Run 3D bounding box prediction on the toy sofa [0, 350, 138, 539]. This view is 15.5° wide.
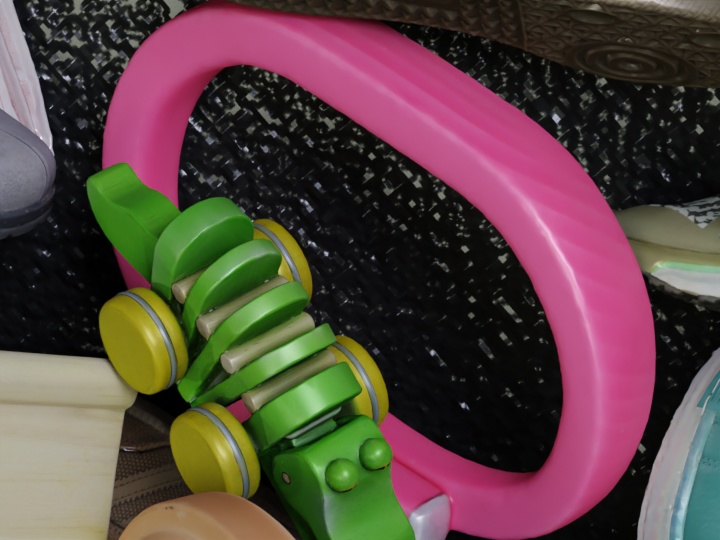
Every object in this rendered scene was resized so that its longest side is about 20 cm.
[{"bbox_3d":[-0.160,0.030,0.822,0.199,0.082,0.098,8,90,47],"label":"toy sofa"}]

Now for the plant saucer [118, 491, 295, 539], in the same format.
[{"bbox_3d":[-0.038,0.163,0.731,0.200,0.032,0.202,26,120,58],"label":"plant saucer"}]

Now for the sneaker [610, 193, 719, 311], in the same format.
[{"bbox_3d":[0.159,-0.029,0.742,0.199,0.077,0.089,-2,80,24],"label":"sneaker"}]

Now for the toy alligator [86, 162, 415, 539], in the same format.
[{"bbox_3d":[-0.015,0.045,0.750,0.201,0.059,0.054,57,150,11],"label":"toy alligator"}]

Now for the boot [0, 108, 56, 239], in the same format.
[{"bbox_3d":[-0.162,-0.105,0.790,0.199,0.070,0.132,29,113,2],"label":"boot"}]

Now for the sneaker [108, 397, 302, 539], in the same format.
[{"bbox_3d":[-0.070,0.096,0.857,0.199,0.076,0.071,24,118,10],"label":"sneaker"}]

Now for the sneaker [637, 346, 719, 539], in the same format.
[{"bbox_3d":[0.121,0.117,0.746,0.080,0.071,0.201,4,79,43],"label":"sneaker"}]

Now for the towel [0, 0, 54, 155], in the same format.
[{"bbox_3d":[-0.211,-0.106,0.860,0.199,0.032,0.192,-6,109,23],"label":"towel"}]

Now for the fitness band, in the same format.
[{"bbox_3d":[0.000,0.000,0.790,0.200,0.037,0.144,34,130,28],"label":"fitness band"}]

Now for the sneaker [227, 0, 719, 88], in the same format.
[{"bbox_3d":[0.043,-0.104,0.739,0.198,0.070,0.076,10,78,-1],"label":"sneaker"}]
